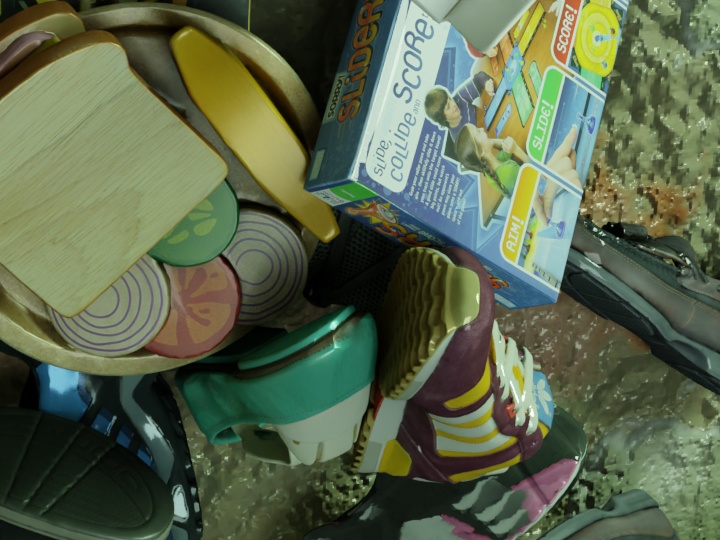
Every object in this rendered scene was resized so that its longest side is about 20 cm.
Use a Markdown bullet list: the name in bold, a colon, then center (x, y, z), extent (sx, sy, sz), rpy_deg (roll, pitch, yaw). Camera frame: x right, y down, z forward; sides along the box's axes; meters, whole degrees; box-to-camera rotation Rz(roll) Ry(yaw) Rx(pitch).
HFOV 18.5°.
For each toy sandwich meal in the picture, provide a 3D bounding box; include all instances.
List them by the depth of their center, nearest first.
- **toy sandwich meal**: center (-0.102, -0.031, 0.991), extent (0.205, 0.070, 0.205), rpy_deg (-7, 117, -13)

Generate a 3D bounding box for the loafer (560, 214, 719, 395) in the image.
- **loafer**: center (0.166, 0.009, 1.204), extent (0.200, 0.072, 0.063), rpy_deg (34, 81, -39)

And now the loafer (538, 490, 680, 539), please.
- **loafer**: center (0.129, 0.171, 1.202), extent (0.200, 0.063, 0.072), rpy_deg (-17, 144, -58)

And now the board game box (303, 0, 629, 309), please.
- **board game box**: center (0.057, -0.100, 1.039), extent (0.135, 0.034, 0.200), rpy_deg (30, 65, -33)

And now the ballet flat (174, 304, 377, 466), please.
- **ballet flat**: center (-0.032, 0.059, 1.063), extent (0.067, 0.200, 0.070), rpy_deg (-29, 96, -22)

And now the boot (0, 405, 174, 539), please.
- **boot**: center (-0.188, 0.144, 1.078), extent (0.203, 0.073, 0.154), rpy_deg (14, 122, 14)

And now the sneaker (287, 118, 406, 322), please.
- **sneaker**: center (0.000, 0.000, 1.120), extent (0.114, 0.076, 0.200), rpy_deg (-11, 134, 3)

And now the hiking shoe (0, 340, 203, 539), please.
- **hiking shoe**: center (-0.133, 0.083, 1.117), extent (0.087, 0.074, 0.200), rpy_deg (-14, 113, -5)

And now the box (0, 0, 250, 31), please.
- **box**: center (-0.130, -0.133, 1.004), extent (0.160, 0.049, 0.200), rpy_deg (-6, 120, -18)

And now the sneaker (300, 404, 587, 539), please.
- **sneaker**: center (0.043, 0.127, 1.188), extent (0.200, 0.080, 0.086), rpy_deg (-35, 167, 29)

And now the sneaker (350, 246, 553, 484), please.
- **sneaker**: center (0.053, 0.046, 1.035), extent (0.090, 0.075, 0.200), rpy_deg (8, 158, -7)

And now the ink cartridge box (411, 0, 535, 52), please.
- **ink cartridge box**: center (0.032, -0.186, 0.949), extent (0.117, 0.200, 0.067), rpy_deg (-48, 124, 7)
